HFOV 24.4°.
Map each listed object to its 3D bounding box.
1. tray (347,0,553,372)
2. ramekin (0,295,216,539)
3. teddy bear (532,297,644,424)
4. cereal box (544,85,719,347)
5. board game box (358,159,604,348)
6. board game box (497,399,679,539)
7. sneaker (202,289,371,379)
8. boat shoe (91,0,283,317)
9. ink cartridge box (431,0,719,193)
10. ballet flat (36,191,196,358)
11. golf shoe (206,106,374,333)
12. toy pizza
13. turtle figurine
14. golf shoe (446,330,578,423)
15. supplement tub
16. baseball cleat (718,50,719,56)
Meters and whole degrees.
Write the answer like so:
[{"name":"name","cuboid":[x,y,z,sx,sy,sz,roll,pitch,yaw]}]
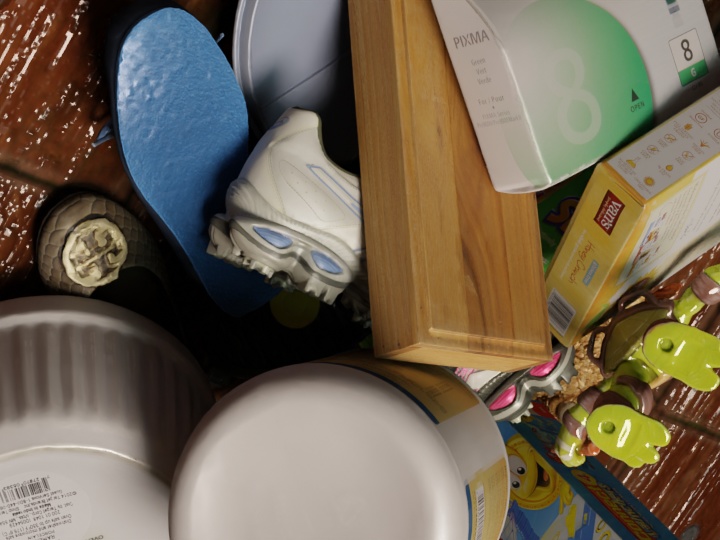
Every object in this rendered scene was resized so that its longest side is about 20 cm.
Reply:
[{"name":"tray","cuboid":[0.047,-0.053,0.856,0.098,0.037,0.201,9,71,-42]},{"name":"ramekin","cuboid":[-0.166,0.125,0.882,0.199,0.105,0.201,-6,122,-10]},{"name":"teddy bear","cuboid":[0.128,0.046,1.084,0.144,0.067,0.201,-23,128,-17]},{"name":"cereal box","cuboid":[0.192,-0.051,0.934,0.199,0.040,0.144,-32,158,-29]},{"name":"board game box","cuboid":[0.097,0.010,1.012,0.199,0.030,0.096,-33,120,3]},{"name":"board game box","cuboid":[0.095,0.207,1.008,0.056,0.196,0.201,15,108,-33]},{"name":"sneaker","cuboid":[0.000,0.000,0.973,0.199,0.078,0.066,-32,93,9]},{"name":"boat shoe","cuboid":[-0.098,-0.059,0.869,0.084,0.069,0.201,-25,133,-16]},{"name":"ink cartridge box","cuboid":[0.103,-0.160,0.862,0.160,0.050,0.201,-28,105,-38]},{"name":"ballet flat","cuboid":[-0.124,0.041,0.928,0.067,0.046,0.201,-29,131,-15]},{"name":"golf shoe","cuboid":[0.019,-0.014,0.876,0.199,0.078,0.098,28,81,-36]},{"name":"toy pizza","cuboid":[0.013,-0.142,0.908,0.199,0.032,0.201,-20,128,-28]},{"name":"turtle figurine","cuboid":[0.166,0.039,0.912,0.200,0.161,0.064,-42,90,14]},{"name":"golf shoe","cuboid":[0.033,0.081,0.982,0.200,0.077,0.088,-43,102,1]},{"name":"supplement tub","cuboid":[-0.001,0.114,0.850,0.145,0.144,0.200,-54,169,8]},{"name":"baseball cleat","cuboid":[0.151,-0.112,0.990,0.199,0.070,0.107,12,112,-41]}]
